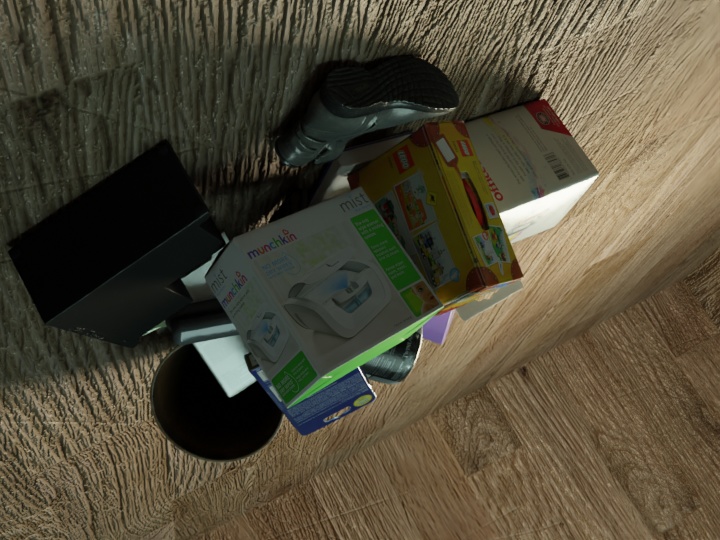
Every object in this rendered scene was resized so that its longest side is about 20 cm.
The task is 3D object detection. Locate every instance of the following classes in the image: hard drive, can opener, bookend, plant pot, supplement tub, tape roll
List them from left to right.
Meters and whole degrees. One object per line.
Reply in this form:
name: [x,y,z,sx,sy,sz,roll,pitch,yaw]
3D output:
bookend: [-0.231,-0.018,1.005,0.199,0.092,0.199,-34,164,4]
plant pot: [-0.193,0.148,1.359,0.186,0.187,0.200,-34,-167,10]
can opener: [-0.133,0.037,1.118,0.199,0.053,0.067,-10,131,-25]
supplement tub: [-0.021,0.087,1.343,0.199,0.123,0.123,17,140,-21]
hard drive: [-0.012,-0.102,1.242,0.131,0.025,0.200,-20,159,-33]
tape roll: [0.140,0.020,1.562,0.200,0.065,0.201,19,90,-81]

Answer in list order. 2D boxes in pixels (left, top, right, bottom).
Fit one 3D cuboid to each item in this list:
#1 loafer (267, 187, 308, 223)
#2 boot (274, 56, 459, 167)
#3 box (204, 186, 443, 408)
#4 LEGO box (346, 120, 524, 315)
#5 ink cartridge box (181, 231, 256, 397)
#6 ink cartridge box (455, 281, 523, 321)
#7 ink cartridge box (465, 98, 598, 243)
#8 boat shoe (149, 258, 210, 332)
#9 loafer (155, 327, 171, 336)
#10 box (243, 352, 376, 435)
loafer: [-0.108,-0.022,1.199,0.063,0.072,0.201,7,131,-7]
boot: [0.005,-0.174,1.043,0.199,0.070,0.132,-7,158,-38]
box: [-0.040,0.025,1.041,0.199,0.177,0.097,-25,167,-40]
LEGO box: [0.085,-0.055,1.111,0.077,0.201,0.149,-12,169,-44]
ink cartridge box: [-0.173,0.051,1.171,0.109,0.050,0.201,-33,119,-10]
ink cartridge box: [0.151,-0.021,1.434,0.117,0.201,0.067,-28,162,-7]
ink cartridge box: [0.199,-0.127,1.322,0.199,0.146,0.145,-20,159,-29]
boat shoe: [-0.231,0.041,1.205,0.199,0.062,0.072,-30,162,-5]
loafer: [-0.190,0.044,1.278,0.199,0.063,0.072,-28,161,-12]
box: [-0.060,0.141,1.215,0.121,0.032,0.200,-27,141,-1]
